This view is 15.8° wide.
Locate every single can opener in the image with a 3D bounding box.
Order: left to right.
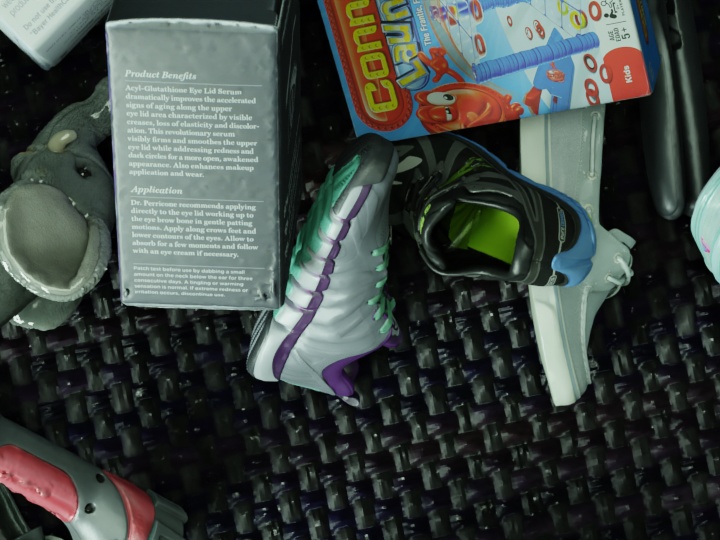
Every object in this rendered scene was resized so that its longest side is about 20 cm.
[{"bbox_3d":[0.198,-0.132,1.686,0.063,0.078,0.201,-14,91,-39],"label":"can opener"}]

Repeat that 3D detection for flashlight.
[{"bbox_3d":[-0.201,0.139,1.622,0.200,0.068,0.068,30,100,-33],"label":"flashlight"}]

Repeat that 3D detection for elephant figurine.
[{"bbox_3d":[-0.212,-0.023,1.651,0.199,0.142,0.156,-10,119,-14],"label":"elephant figurine"}]

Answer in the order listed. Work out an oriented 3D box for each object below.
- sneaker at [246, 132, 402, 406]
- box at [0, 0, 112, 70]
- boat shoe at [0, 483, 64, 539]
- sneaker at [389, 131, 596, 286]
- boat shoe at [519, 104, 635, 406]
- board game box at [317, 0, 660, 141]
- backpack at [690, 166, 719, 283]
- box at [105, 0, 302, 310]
[{"bbox_3d":[0.000,0.000,1.641,0.087,0.075,0.200,22,129,-9],"label":"sneaker"},{"bbox_3d":[-0.213,-0.265,1.664,0.200,0.105,0.184,44,88,1],"label":"box"},{"bbox_3d":[-0.222,0.185,1.665,0.062,0.073,0.200,-39,83,3],"label":"boat shoe"},{"bbox_3d":[0.058,-0.040,1.628,0.199,0.082,0.071,26,112,43],"label":"sneaker"},{"bbox_3d":[0.142,-0.016,1.669,0.071,0.070,0.202,-5,85,4],"label":"boat shoe"},{"bbox_3d":[0.070,-0.192,1.619,0.195,0.056,0.201,-10,113,17],"label":"board game box"},{"bbox_3d":[0.297,-0.023,1.603,0.176,0.200,0.153,-40,72,1],"label":"backpack"},{"bbox_3d":[-0.092,-0.097,1.594,0.104,0.148,0.201,2,121,3],"label":"box"}]
